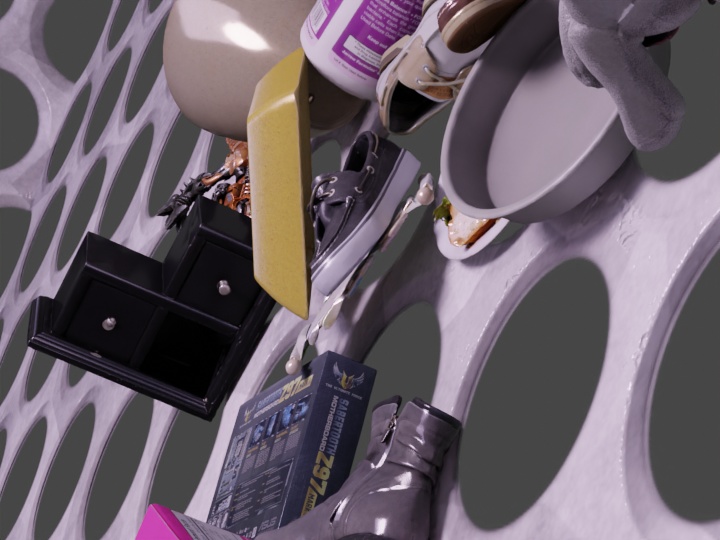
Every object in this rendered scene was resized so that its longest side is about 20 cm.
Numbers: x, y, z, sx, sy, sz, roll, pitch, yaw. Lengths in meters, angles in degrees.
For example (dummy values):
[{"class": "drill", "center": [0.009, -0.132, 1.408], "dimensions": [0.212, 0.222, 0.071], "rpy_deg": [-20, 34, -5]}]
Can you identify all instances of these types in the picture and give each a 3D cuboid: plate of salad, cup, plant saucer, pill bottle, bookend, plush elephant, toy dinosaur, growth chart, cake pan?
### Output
[{"class": "plate of salad", "center": [0.098, -0.105, 1.443], "dimensions": [0.200, 0.048, 0.201], "rpy_deg": [-55, 22, 34]}, {"class": "cup", "center": [-0.067, -0.202, 1.843], "dimensions": [0.143, 0.200, 0.201], "rpy_deg": [31, 99, 45]}, {"class": "plant saucer", "center": [-0.069, -0.079, 1.687], "dimensions": [0.200, 0.048, 0.202], "rpy_deg": [-89, -4, -73]}, {"class": "pill bottle", "center": [0.039, -0.254, 1.684], "dimensions": [0.200, 0.112, 0.113], "rpy_deg": [-55, 22, 31]}, {"class": "bookend", "center": [-0.189, 0.011, 1.870], "dimensions": [0.201, 0.198, 0.092], "rpy_deg": [-60, 18, 18]}, {"class": "plush elephant", "center": [0.176, -0.202, 1.180], "dimensions": [0.165, 0.199, 0.155], "rpy_deg": [-52, 2, 41]}, {"class": "toy dinosaur", "center": [-0.124, -0.079, 2.012], "dimensions": [0.136, 0.102, 0.200], "rpy_deg": [-43, 8, 21]}, {"class": "growth chart", "center": [0.000, 0.000, 1.546], "dimensions": [0.200, 0.018, 0.145], "rpy_deg": [-52, 4, 16]}, {"class": "cake pan", "center": [0.134, -0.116, 1.311], "dimensions": [0.200, 0.037, 0.201], "rpy_deg": [-39, 34, 32]}]

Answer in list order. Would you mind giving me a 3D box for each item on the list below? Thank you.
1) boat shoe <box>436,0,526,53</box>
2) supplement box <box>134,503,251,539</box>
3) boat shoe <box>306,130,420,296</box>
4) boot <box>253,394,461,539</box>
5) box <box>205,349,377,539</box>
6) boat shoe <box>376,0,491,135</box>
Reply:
[{"class": "boat shoe", "center": [0.095, -0.219, 1.418], "dimensions": [0.072, 0.072, 0.200], "rpy_deg": [-43, -1, 37]}, {"class": "supplement box", "center": [-0.056, 0.237, 1.226], "dimensions": [0.102, 0.199, 0.103], "rpy_deg": [-67, 18, 0]}, {"class": "boat shoe", "center": [-0.009, -0.053, 1.517], "dimensions": [0.070, 0.066, 0.200], "rpy_deg": [-49, 6, 38]}, {"class": "boot", "center": [0.000, 0.162, 1.388], "dimensions": [0.199, 0.070, 0.133], "rpy_deg": [-12, 54, 53]}, {"class": "box", "center": [-0.064, 0.165, 1.571], "dimensions": [0.200, 0.051, 0.159], "rpy_deg": [-35, 37, 59]}, {"class": "boat shoe", "center": [0.069, -0.170, 1.576], "dimensions": [0.200, 0.074, 0.069], "rpy_deg": [135, 147, -63]}]
